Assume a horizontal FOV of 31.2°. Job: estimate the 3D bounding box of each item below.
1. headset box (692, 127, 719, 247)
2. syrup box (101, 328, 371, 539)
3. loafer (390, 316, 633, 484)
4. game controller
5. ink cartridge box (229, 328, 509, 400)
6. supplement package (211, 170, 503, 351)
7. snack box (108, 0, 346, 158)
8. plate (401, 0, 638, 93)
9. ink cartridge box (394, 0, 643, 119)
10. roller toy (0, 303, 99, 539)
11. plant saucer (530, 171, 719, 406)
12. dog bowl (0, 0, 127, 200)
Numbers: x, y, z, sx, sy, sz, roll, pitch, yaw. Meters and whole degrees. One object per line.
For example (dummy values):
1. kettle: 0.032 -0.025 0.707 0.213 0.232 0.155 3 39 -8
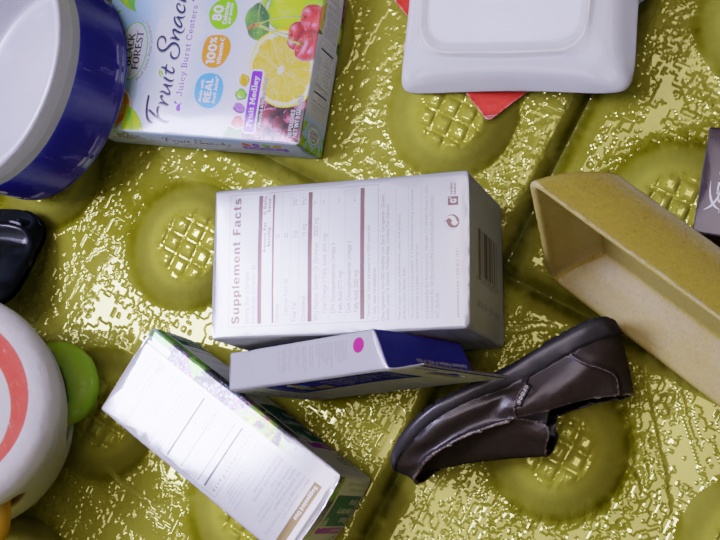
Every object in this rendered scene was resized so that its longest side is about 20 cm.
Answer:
1. headset box: 0.332 -0.031 0.859 0.199 0.149 0.075 9 82 20
2. syrup box: -0.097 0.136 1.014 0.200 0.079 0.082 34 92 21
3. loafer: 0.113 0.109 0.949 0.199 0.073 0.072 -32 73 13
4. game controller: -0.377 -0.011 1.143 0.199 0.042 0.105 1 58 20
5. ink cartridge box: 0.003 0.070 0.943 0.199 0.094 0.037 -9 75 44
6. supplement package: 0.000 0.000 0.985 0.199 0.117 0.118 -3 79 19
7. snack box: -0.121 -0.175 1.091 0.199 0.053 0.143 7 82 21
8. plate: 0.118 -0.239 0.996 0.199 0.032 0.201 5 91 31
9. ink cartridge box: 0.131 -0.244 1.020 0.200 0.050 0.163 -37 71 6
10. roller toy: -0.329 0.117 1.036 0.182 0.140 0.201 28 74 2
11. plant saucer: 0.212 0.015 0.871 0.200 0.200 0.048 38 83 20
12. dog bowl: -0.294 -0.164 1.104 0.199 0.079 0.201 -10 73 36
